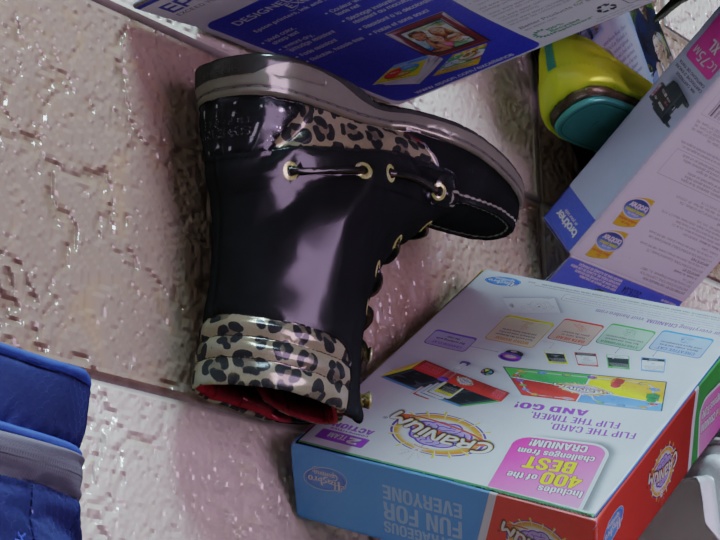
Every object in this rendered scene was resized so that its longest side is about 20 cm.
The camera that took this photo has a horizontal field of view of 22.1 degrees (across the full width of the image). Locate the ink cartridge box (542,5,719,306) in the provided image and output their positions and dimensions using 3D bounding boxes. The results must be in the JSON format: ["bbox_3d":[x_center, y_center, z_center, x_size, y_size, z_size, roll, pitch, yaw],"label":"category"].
[{"bbox_3d":[0.187,-0.054,1.051,0.119,0.201,0.042,18,27,-43],"label":"ink cartridge box"}]

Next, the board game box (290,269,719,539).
[{"bbox_3d":[0.082,0.068,0.874,0.200,0.152,0.041,-38,132,-50],"label":"board game box"}]

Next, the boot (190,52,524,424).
[{"bbox_3d":[-0.002,0.000,0.858,0.202,0.073,0.156,20,66,-44],"label":"boot"}]

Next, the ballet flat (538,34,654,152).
[{"bbox_3d":[0.169,-0.088,1.091,0.199,0.067,0.068,25,37,-45],"label":"ballet flat"}]

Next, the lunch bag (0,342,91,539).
[{"bbox_3d":[-0.182,0.067,0.541,0.199,0.135,0.134,21,62,-47],"label":"lunch bag"}]

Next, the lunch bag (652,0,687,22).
[{"bbox_3d":[0.166,-0.214,1.025,0.164,0.198,0.119,-43,134,-50],"label":"lunch bag"}]

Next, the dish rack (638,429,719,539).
[{"bbox_3d":[0.147,0.180,0.915,0.043,0.171,0.203,3,77,-39],"label":"dish rack"}]

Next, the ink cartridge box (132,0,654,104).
[{"bbox_3d":[0.032,-0.144,0.840,0.199,0.196,0.048,16,63,-50],"label":"ink cartridge box"}]

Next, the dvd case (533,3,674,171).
[{"bbox_3d":[0.162,-0.111,1.151,0.143,0.017,0.202,-42,113,-49],"label":"dvd case"}]
